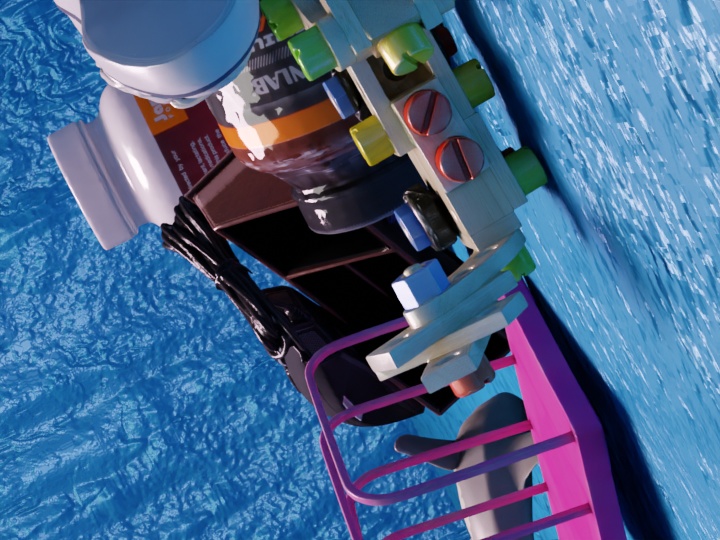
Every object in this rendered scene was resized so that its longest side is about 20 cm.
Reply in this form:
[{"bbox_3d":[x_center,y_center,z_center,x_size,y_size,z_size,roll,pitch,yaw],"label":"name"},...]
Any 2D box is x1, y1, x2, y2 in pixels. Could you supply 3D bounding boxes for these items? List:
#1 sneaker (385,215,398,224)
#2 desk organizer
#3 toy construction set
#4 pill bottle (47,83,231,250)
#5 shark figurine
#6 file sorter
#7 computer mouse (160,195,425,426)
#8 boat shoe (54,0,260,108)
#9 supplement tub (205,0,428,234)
[{"bbox_3d":[-0.019,-0.103,1.074,0.200,0.078,0.075,62,179,-31],"label":"sneaker"},{"bbox_3d":[0.000,0.000,1.155,0.200,0.072,0.077,37,-167,-45],"label":"desk organizer"},{"bbox_3d":[0.024,-0.054,0.785,0.131,0.092,0.200,-142,36,-82],"label":"toy construction set"},{"bbox_3d":[-0.098,-0.095,1.344,0.113,0.200,0.113,62,177,6],"label":"pill bottle"},{"bbox_3d":[0.104,0.143,1.211,0.128,0.089,0.215,19,-139,-43],"label":"shark figurine"},{"bbox_3d":[0.059,0.130,1.033,0.139,0.125,0.200,-112,4,-55],"label":"file sorter"},{"bbox_3d":[-0.047,0.031,1.185,0.140,0.046,0.200,48,-172,31],"label":"computer mouse"},{"bbox_3d":[-0.075,-0.100,0.815,0.065,0.074,0.200,52,179,-29],"label":"boat shoe"},{"bbox_3d":[-0.032,-0.119,0.932,0.200,0.107,0.107,64,177,-18],"label":"supplement tub"}]
